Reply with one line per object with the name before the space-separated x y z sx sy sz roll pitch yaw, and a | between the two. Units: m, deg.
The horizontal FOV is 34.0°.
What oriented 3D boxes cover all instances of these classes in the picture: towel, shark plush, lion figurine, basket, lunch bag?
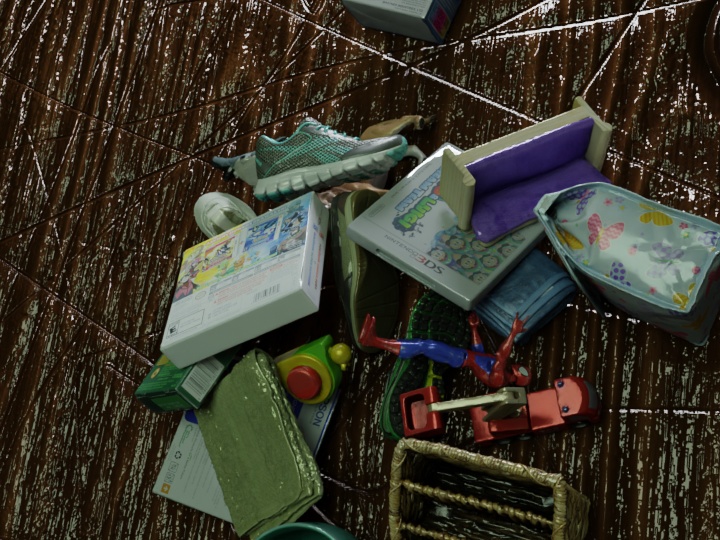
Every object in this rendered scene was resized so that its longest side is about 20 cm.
towel | -0.121 0.208 1.385 0.148 0.036 0.200 -40 65 33
shark plush | -0.117 -0.135 1.578 0.200 0.091 0.083 -11 22 41
lion figurine | 0.012 -0.127 1.520 0.122 0.072 0.200 12 62 35
basket | 0.129 0.277 1.270 0.200 0.149 0.143 12 76 25
towel | 0.153 -0.005 1.406 0.112 0.049 0.200 -41 59 -15
lunch bag | 0.296 -0.011 1.291 0.200 0.170 0.127 27 87 25

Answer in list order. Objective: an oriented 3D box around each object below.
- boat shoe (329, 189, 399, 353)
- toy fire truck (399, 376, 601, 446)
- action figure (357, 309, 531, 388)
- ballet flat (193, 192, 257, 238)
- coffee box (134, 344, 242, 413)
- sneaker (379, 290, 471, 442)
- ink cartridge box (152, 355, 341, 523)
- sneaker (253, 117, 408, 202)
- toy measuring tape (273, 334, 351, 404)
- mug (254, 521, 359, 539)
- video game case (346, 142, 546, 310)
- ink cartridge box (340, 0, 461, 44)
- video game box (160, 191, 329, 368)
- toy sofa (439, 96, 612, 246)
boat shoe | -0.001 0.000 1.453 0.066 0.072 0.201 6 104 51
toy fire truck | 0.158 0.153 1.305 0.200 0.141 0.049 -15 67 17
action figure | 0.108 0.071 1.328 0.200 0.065 0.099 21 92 -8
ballet flat | -0.163 -0.050 1.559 0.069 0.069 0.200 -48 61 1
coffee box | -0.188 0.085 1.467 0.123 0.044 0.200 -15 37 54
sneaker | 0.067 0.110 1.397 0.078 0.085 0.200 31 64 -13
ink cartridge box | -0.137 0.216 1.466 0.200 0.047 0.198 15 76 24
sneaker | -0.043 -0.148 1.446 0.200 0.078 0.091 -13 82 8
toy measuring tape | -0.088 0.138 1.426 0.200 0.074 0.074 -26 63 29
mug | -0.060 0.376 1.330 0.152 0.114 0.185 26 89 22
video game case | 0.115 -0.058 1.400 0.182 0.024 0.200 32 54 25
ink cartridge box | 0.081 -0.419 1.582 0.136 0.076 0.200 20 82 27
video game box | -0.135 0.010 1.406 0.200 0.047 0.182 -23 38 22
toy sofa | 0.198 -0.116 1.373 0.200 0.083 0.098 -22 56 -16
